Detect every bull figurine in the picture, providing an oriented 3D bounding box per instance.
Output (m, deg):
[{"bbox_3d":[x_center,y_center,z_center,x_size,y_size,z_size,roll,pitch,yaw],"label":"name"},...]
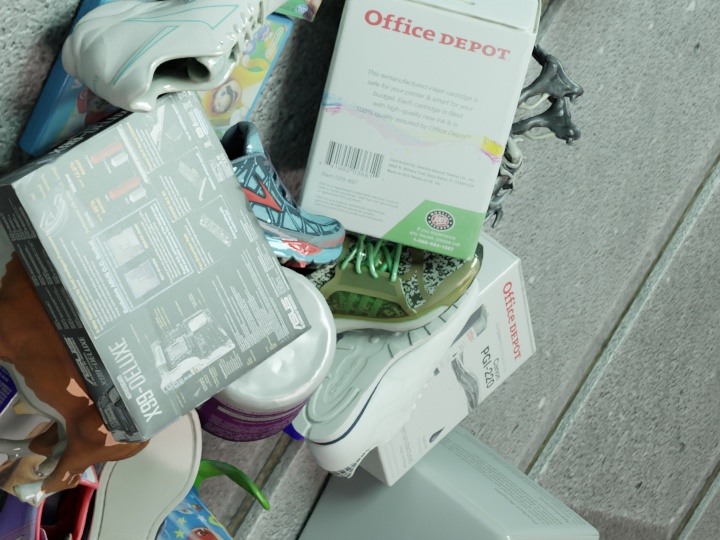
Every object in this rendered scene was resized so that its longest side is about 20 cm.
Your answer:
[{"bbox_3d":[-0.228,0.060,1.490,0.121,0.200,0.065,-34,-170,-2],"label":"bull figurine"}]

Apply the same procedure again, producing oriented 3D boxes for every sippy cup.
[{"bbox_3d":[-0.154,0.250,1.773,0.139,0.130,0.178,0,120,-51],"label":"sippy cup"}]

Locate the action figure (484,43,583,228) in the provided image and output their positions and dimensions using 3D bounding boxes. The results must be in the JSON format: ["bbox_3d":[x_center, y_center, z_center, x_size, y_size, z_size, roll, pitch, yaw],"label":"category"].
[{"bbox_3d":[0.095,-0.094,1.808,0.200,0.102,0.119,-44,150,-13],"label":"action figure"}]

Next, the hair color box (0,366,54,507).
[{"bbox_3d":[-0.221,0.067,1.585,0.200,0.065,0.109,-51,147,-2],"label":"hair color box"}]

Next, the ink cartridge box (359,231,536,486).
[{"bbox_3d":[0.057,0.073,1.925,0.200,0.085,0.146,-43,146,-21],"label":"ink cartridge box"}]

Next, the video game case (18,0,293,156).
[{"bbox_3d":[-0.142,-0.136,1.543,0.200,0.018,0.143,8,114,-54],"label":"video game case"}]

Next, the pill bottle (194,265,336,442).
[{"bbox_3d":[-0.088,0.071,1.659,0.112,0.112,0.200,-42,175,-18],"label":"pill bottle"}]

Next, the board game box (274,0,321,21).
[{"bbox_3d":[-0.073,-0.255,1.512,0.200,0.029,0.135,8,113,-54],"label":"board game box"}]

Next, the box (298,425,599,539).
[{"bbox_3d":[0.070,0.273,2.014,0.171,0.199,0.200,10,112,-54],"label":"box"}]

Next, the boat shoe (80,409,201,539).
[{"bbox_3d":[-0.177,0.179,1.675,0.074,0.060,0.201,11,110,-18],"label":"boat shoe"}]

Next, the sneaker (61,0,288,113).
[{"bbox_3d":[-0.101,-0.164,1.467,0.200,0.080,0.071,-33,146,-23],"label":"sneaker"}]

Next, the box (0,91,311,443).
[{"bbox_3d":[-0.142,-0.006,1.475,0.158,0.050,0.201,-34,106,-30],"label":"box"}]

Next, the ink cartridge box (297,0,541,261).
[{"bbox_3d":[0.044,-0.127,1.656,0.088,0.145,0.201,-75,179,-60],"label":"ink cartridge box"}]

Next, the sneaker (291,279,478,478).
[{"bbox_3d":[0.027,0.079,1.763,0.200,0.076,0.081,-45,135,-13],"label":"sneaker"}]

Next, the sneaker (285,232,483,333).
[{"bbox_3d":[0.000,0.000,1.722,0.077,0.199,0.089,-83,151,-43],"label":"sneaker"}]

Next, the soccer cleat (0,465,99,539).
[{"bbox_3d":[-0.258,0.223,1.657,0.067,0.076,0.201,16,104,-35],"label":"soccer cleat"}]

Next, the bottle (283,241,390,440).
[{"bbox_3d":[-0.011,0.048,1.813,0.200,0.083,0.065,-48,170,-15],"label":"bottle"}]

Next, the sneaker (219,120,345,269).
[{"bbox_3d":[-0.079,-0.059,1.587,0.200,0.079,0.096,15,93,-44],"label":"sneaker"}]
